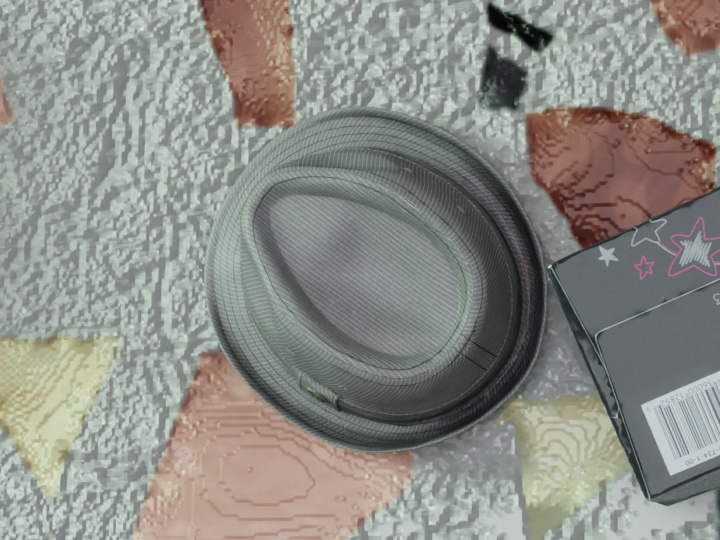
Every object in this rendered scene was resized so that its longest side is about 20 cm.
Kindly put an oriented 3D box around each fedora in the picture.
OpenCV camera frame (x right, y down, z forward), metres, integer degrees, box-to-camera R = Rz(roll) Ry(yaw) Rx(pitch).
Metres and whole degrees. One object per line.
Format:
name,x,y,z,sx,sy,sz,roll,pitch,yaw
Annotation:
fedora,0.000,0.000,1.196,0.200,0.090,0.177,42,92,15

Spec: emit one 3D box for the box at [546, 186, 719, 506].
box,0.213,0.022,1.136,0.199,0.115,0.133,-25,79,9
